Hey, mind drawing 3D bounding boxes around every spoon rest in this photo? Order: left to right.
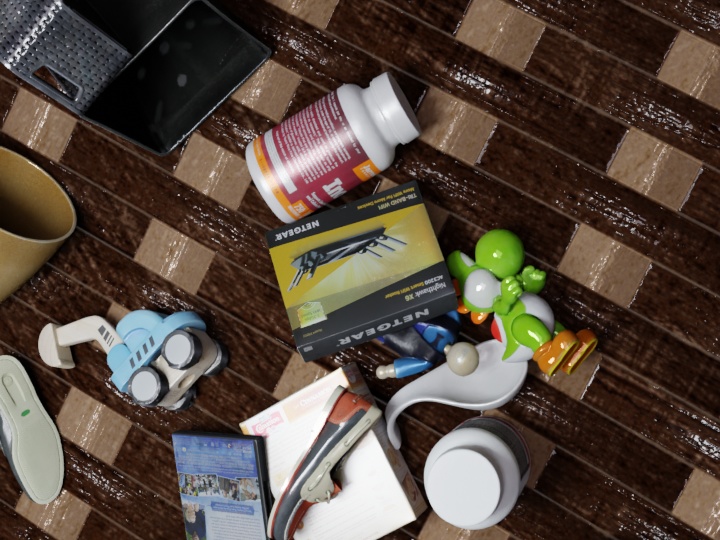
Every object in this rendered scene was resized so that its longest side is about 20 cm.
[{"bbox_3d":[0.111,0.145,1.418,0.198,0.100,0.061,-30,127,15],"label":"spoon rest"}]

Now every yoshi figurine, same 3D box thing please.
[{"bbox_3d":[0.188,0.025,1.379,0.111,0.113,0.200,-33,59,-25],"label":"yoshi figurine"}]

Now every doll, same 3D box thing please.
[{"bbox_3d":[0.056,0.069,1.425,0.198,0.049,0.137,29,74,20],"label":"doll"}]

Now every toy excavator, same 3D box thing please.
[{"bbox_3d":[-0.297,0.098,1.519,0.195,0.100,0.200,-45,68,8],"label":"toy excavator"}]

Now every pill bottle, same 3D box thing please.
[{"bbox_3d":[-0.031,-0.151,1.432,0.198,0.113,0.114,-30,84,13],"label":"pill bottle"},{"bbox_3d":[0.132,0.231,1.351,0.109,0.200,0.113,0,89,13],"label":"pill bottle"}]

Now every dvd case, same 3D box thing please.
[{"bbox_3d":[-0.166,0.301,1.477,0.141,0.017,0.204,-1,99,34],"label":"dvd case"}]

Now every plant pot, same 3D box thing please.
[{"bbox_3d":[-0.496,-0.030,1.526,0.186,0.186,0.201,44,113,9],"label":"plant pot"},{"bbox_3d":[-0.265,-0.292,1.455,0.199,0.200,0.178,-41,70,11],"label":"plant pot"}]

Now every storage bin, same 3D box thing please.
[{"bbox_3d":[-0.359,-0.282,1.319,0.094,0.135,0.200,-46,56,7],"label":"storage bin"}]

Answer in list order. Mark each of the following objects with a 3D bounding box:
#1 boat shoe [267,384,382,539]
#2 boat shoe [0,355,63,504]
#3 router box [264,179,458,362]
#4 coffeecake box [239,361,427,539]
[{"bbox_3d":[-0.045,0.235,1.389,0.062,0.071,0.202,28,93,9],"label":"boat shoe"},{"bbox_3d":[-0.451,0.212,1.572,0.067,0.071,0.203,-19,93,49],"label":"boat shoe"},{"bbox_3d":[0.000,0.000,1.410,0.197,0.052,0.159,-20,64,0],"label":"router box"},{"bbox_3d":[-0.033,0.240,1.456,0.152,0.073,0.202,-29,84,14],"label":"coffeecake box"}]
